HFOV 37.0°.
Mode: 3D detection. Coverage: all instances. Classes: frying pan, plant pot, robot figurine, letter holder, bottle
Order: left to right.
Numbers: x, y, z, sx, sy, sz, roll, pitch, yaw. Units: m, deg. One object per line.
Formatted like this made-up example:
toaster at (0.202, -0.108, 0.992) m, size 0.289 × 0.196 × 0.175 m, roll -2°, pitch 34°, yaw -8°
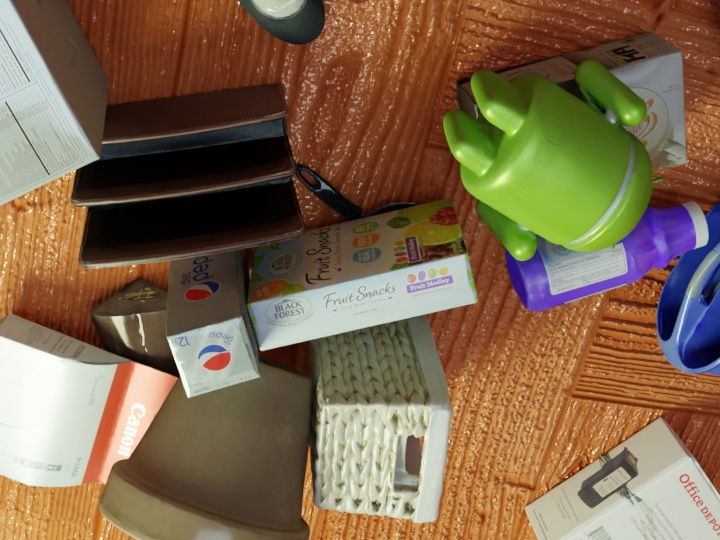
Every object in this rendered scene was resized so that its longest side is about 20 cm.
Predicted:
letter holder at (-0.155, -0.083, 0.946) m, size 0.197 × 0.143 × 0.102 m, roll -8°, pitch 118°, yaw -6°
plant pot at (-0.120, 0.167, 1.000) m, size 0.198 × 0.200 × 0.177 m, roll 21°, pitch 87°, yaw -20°
frying pan at (0.008, -0.026, 1.068) m, size 0.187 × 0.031 × 0.116 m, roll 19°, pitch 109°, yaw -6°
robot figurine at (0.167, -0.091, 0.926) m, size 0.198 × 0.116 × 0.176 m, roll 26°, pitch 115°, yaw -21°
bottle at (0.250, -0.020, 1.087) m, size 0.197 × 0.084 × 0.066 m, roll -16°, pitch 118°, yaw -1°

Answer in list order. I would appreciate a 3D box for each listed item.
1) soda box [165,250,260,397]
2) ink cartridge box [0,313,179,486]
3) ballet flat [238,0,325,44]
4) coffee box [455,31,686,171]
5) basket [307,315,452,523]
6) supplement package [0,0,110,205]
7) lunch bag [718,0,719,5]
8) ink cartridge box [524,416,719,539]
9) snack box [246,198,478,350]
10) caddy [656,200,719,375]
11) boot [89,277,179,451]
soda box at (-0.134, 0.029, 0.972) m, size 0.067 × 0.201 × 0.064 m, roll -15°, pitch 117°, yaw -2°
ink cartridge box at (-0.279, 0.149, 1.058) m, size 0.197 × 0.057 × 0.164 m, roll 23°, pitch 117°, yaw 0°
ballet flat at (-0.091, -0.270, 0.907) m, size 0.072 × 0.073 × 0.201 m, roll -30°, pitch 118°, yaw 5°
coffee box at (0.199, -0.141, 1.019) m, size 0.197 × 0.080 × 0.116 m, roll -14°, pitch 118°, yaw -4°
basket at (0.011, 0.133, 1.057) m, size 0.121 × 0.201 × 0.138 m, roll 2°, pitch 116°, yaw -6°
supplement package at (-0.324, -0.141, 0.857) m, size 0.198 × 0.192 × 0.148 m, roll -25°, pitch 118°, yaw 2°
lunch bag at (0.426, -0.233, 0.990) m, size 0.135 × 0.132 × 0.201 m, roll -37°, pitch 117°, yaw -9°
ink cartridge box at (0.317, 0.290, 1.254) m, size 0.199 × 0.085 × 0.145 m, roll -35°, pitch 117°, yaw 9°
snack box at (0.000, 0.000, 0.989) m, size 0.197 × 0.143 × 0.054 m, roll -13°, pitch 113°, yaw 4°
caddy at (0.382, 0.016, 1.100) m, size 0.104 × 0.142 × 0.202 m, roll 17°, pitch 112°, yaw -24°
boot at (-0.166, 0.101, 1.084) m, size 0.183 × 0.064 × 0.203 m, roll -8°, pitch 113°, yaw -5°
